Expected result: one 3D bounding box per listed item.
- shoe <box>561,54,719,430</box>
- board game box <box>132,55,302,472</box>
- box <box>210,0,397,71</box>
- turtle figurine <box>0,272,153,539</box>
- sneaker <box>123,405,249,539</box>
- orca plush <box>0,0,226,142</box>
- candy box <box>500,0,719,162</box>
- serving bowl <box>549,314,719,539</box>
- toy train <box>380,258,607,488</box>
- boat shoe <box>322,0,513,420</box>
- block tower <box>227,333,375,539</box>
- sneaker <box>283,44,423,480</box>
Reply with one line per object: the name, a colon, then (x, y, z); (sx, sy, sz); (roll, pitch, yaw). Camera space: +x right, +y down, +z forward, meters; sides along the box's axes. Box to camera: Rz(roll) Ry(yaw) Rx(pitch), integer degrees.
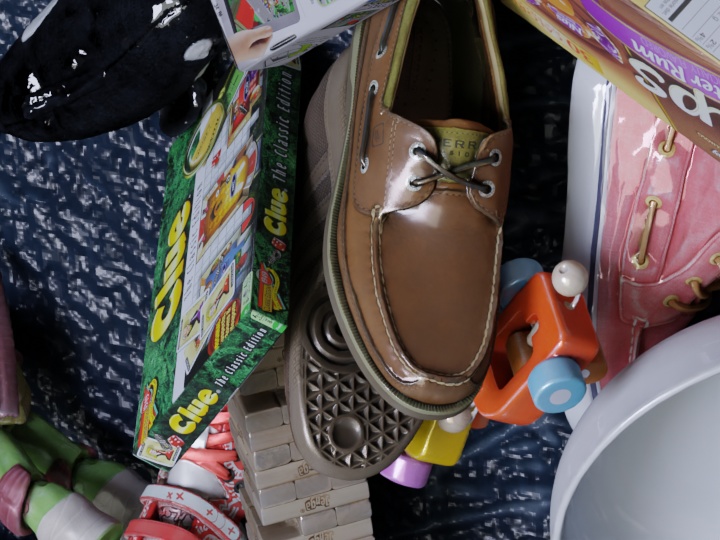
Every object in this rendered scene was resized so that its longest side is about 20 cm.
shoe: (0.140, -0.006, 1.080); (0.090, 0.071, 0.201); (12, 117, 25)
board game box: (-0.061, -0.017, 1.102); (0.023, 0.201, 0.105); (22, 129, -18)
box: (-0.040, -0.196, 1.025); (0.110, 0.035, 0.201); (-24, 86, 36)
turtle figurine: (-0.209, 0.110, 1.269); (0.193, 0.200, 0.144); (34, 164, 13)
sneaker: (-0.069, 0.089, 1.214); (0.067, 0.108, 0.203); (15, 122, 18)
orca plush: (-0.144, -0.099, 1.159); (0.199, 0.071, 0.106); (-2, 113, 36)
candy box: (0.129, -0.098, 0.971); (0.200, 0.056, 0.117); (42, 174, 27)
serving bowl: (0.176, 0.084, 1.086); (0.199, 0.066, 0.201); (-5, 132, -5)
toy train: (0.052, 0.011, 1.097); (0.055, 0.201, 0.151); (13, 127, -30)
boat shoe: (0.026, -0.042, 1.020); (0.071, 0.201, 0.068); (3, 156, -19)
block tower: (-0.027, 0.099, 1.161); (0.054, 0.058, 0.201); (-13, 121, -10)
sneaker: (0.000, 0.000, 1.085); (0.070, 0.201, 0.076); (14, 159, -15)
